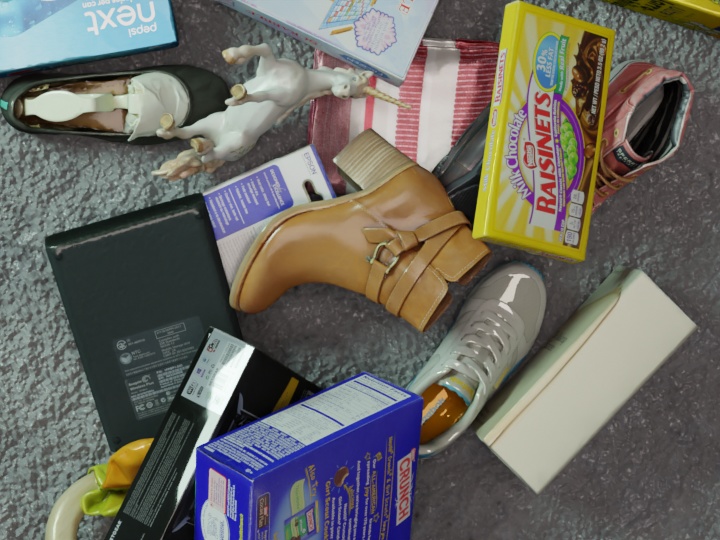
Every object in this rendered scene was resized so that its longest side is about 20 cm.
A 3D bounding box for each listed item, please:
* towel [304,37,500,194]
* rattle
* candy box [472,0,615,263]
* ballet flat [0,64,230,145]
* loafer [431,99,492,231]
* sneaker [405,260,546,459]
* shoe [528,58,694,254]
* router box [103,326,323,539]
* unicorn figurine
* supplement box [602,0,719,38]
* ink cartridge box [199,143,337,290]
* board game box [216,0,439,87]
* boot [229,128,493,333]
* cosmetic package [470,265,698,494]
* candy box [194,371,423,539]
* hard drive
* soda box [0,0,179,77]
[{"bbox_3d":[0.053,-0.134,1.515,0.198,0.023,0.146,4,94,-4],"label":"towel"},{"bbox_3d":[-0.204,0.257,1.441,0.130,0.142,0.201,36,61,-26],"label":"rattle"},{"bbox_3d":[0.154,-0.115,1.431,0.101,0.026,0.202,12,81,-23],"label":"candy box"},{"bbox_3d":[-0.211,-0.139,1.473,0.198,0.068,0.069,-4,99,-4],"label":"ballet flat"},{"bbox_3d":[0.102,-0.086,1.494,0.200,0.063,0.072,-50,128,6],"label":"loafer"},{"bbox_3d":[0.100,0.082,1.502,0.076,0.081,0.201,34,89,-3],"label":"sneaker"},{"bbox_3d":[0.208,-0.096,1.487,0.071,0.091,0.201,37,89,-18],"label":"shoe"},{"bbox_3d":[-0.116,0.165,1.435,0.052,0.157,0.201,23,82,29],"label":"router box"},{"bbox_3d":[-0.081,-0.140,1.453,0.199,0.137,0.075,-23,77,31],"label":"unicorn figurine"},{"bbox_3d":[0.252,-0.282,1.476,0.198,0.109,0.111,16,92,-4],"label":"supplement box"},{"bbox_3d":[-0.113,-0.028,1.503,0.198,0.037,0.095,-24,95,0],"label":"ink cartridge box"},{"bbox_3d":[-0.013,-0.291,1.478,0.198,0.041,0.202,25,84,-4],"label":"board game box"},{"bbox_3d":[0.000,0.000,1.439,0.200,0.077,0.155,-45,77,-2],"label":"boot"},{"bbox_3d":[0.192,0.093,1.497,0.073,0.104,0.200,43,89,-4],"label":"cosmetic package"},{"bbox_3d":[-0.043,0.196,1.421,0.199,0.077,0.171,-20,124,-41],"label":"candy box"},{"bbox_3d":[-0.176,0.046,1.469,0.138,0.033,0.202,-16,115,-5],"label":"hard drive"},{"bbox_3d":[-0.259,-0.210,1.468,0.198,0.064,0.069,-10,94,-4],"label":"soda box"}]
